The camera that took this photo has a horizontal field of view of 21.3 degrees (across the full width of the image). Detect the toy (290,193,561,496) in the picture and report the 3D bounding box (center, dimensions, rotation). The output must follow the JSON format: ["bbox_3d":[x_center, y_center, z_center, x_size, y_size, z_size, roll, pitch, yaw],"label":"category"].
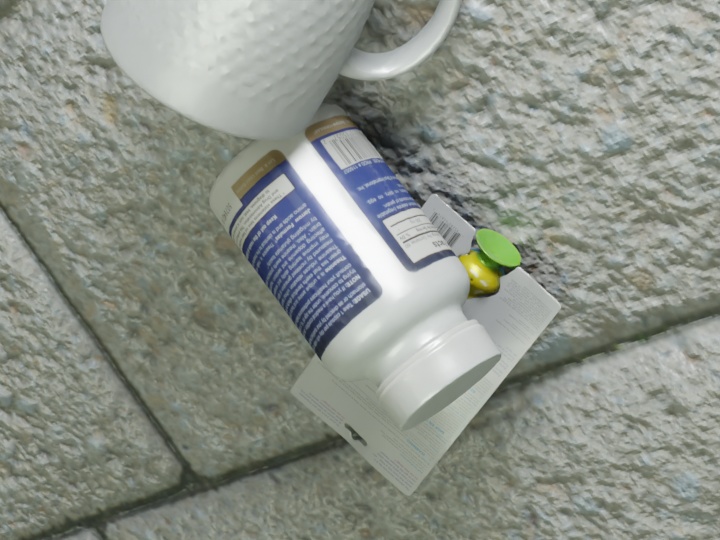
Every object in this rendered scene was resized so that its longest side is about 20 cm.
[{"bbox_3d":[0.049,0.049,1.327,0.115,0.047,0.200,41,125,9],"label":"toy"}]

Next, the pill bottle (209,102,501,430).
[{"bbox_3d":[0.000,0.000,1.243,0.200,0.111,0.111,53,132,12],"label":"pill bottle"}]

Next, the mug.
[{"bbox_3d":[-0.034,-0.183,1.165,0.200,0.148,0.176,20,122,-18],"label":"mug"}]
